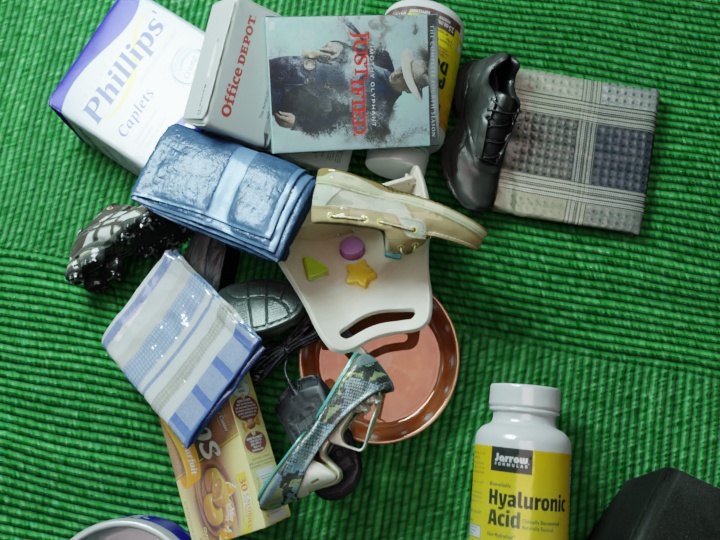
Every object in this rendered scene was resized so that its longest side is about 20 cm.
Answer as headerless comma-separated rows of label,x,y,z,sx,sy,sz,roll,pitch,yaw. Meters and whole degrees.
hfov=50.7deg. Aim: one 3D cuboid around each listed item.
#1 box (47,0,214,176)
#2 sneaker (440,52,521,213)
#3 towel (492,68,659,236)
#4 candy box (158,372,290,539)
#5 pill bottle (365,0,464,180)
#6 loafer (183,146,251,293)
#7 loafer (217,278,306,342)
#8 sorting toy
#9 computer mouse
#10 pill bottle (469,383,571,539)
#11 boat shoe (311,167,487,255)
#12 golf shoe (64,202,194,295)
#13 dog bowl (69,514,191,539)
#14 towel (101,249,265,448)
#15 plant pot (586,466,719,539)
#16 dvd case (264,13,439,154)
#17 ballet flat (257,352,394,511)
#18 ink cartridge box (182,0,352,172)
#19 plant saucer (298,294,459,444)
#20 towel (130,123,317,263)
box,-0.257,-0.217,0.969,0.197,0.105,0.187,31,81,9
sneaker,0.153,-0.174,0.934,0.074,0.090,0.206,9,80,-29
towel,0.270,-0.152,0.966,0.194,0.035,0.198,10,82,3
candy box,-0.165,0.205,0.882,0.114,0.055,0.205,-25,76,27
pill bottle,0.062,-0.221,0.947,0.106,0.109,0.206,11,80,5
loafer,-0.182,-0.072,0.954,0.070,0.073,0.206,11,78,10
loafer,-0.155,0.062,0.919,0.194,0.063,0.074,-11,58,10
sorting toy,0.000,0.000,0.880,0.195,0.108,0.184,-15,60,-5
computer mouse,-0.036,0.151,0.882,0.140,0.046,0.201,-39,67,4
pill bottle,0.179,0.234,0.850,0.108,0.111,0.206,4,78,4
boat shoe,0.039,-0.051,0.827,0.195,0.074,0.068,18,90,3
golf shoe,-0.284,-0.056,0.938,0.196,0.078,0.096,-26,53,13
dog bowl,-0.264,0.386,0.862,0.194,0.079,0.206,-1,79,3
towel,-0.208,0.082,0.867,0.199,0.024,0.148,38,89,33
plant pot,0.334,0.323,0.791,0.196,0.200,0.181,23,69,8
dvd case,-0.007,-0.210,0.856,0.194,0.022,0.151,-4,101,-11
ballet flat,-0.032,0.185,0.810,0.073,0.074,0.202,34,89,9
ink cartridge box,-0.096,-0.213,0.904,0.196,0.082,0.151,16,91,-35
plant saucer,0.023,0.106,0.925,0.194,0.032,0.207,-1,79,4
towel,-0.151,-0.090,0.846,0.196,0.049,0.114,21,75,15
